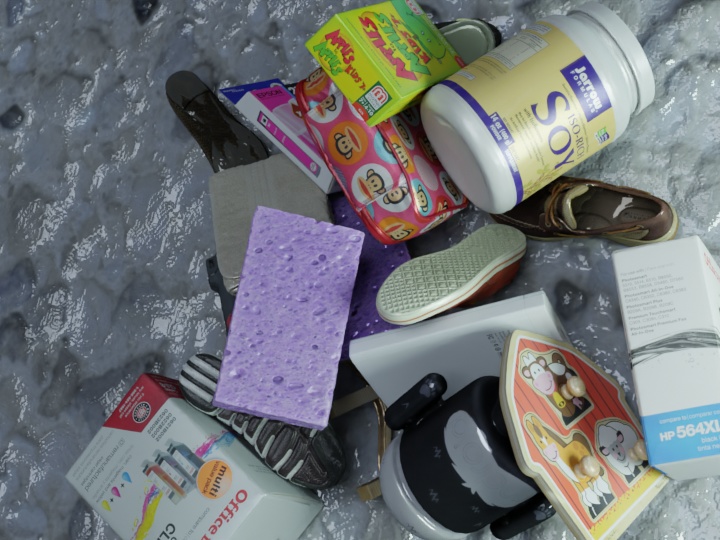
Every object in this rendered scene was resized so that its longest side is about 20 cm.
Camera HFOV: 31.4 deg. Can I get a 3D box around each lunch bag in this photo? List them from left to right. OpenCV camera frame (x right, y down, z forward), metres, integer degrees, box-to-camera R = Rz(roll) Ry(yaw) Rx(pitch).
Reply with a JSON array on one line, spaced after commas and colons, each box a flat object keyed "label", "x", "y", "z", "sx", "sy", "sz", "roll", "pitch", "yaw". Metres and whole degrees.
[{"label": "lunch bag", "x": 0.031, "y": -0.133, "z": 1.335, "sx": 0.082, "sy": 0.176, "sz": 0.200, "roll": -31, "pitch": 85, "yaw": 28}]

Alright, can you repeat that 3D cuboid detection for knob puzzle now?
[{"label": "knob puzzle", "x": 0.200, "y": 0.136, "z": 1.166, "sx": 0.030, "sy": 0.219, "sz": 0.220, "roll": -39, "pitch": 62, "yaw": 38}]

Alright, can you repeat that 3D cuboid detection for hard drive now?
[{"label": "hard drive", "x": 0.106, "y": 0.089, "z": 1.269, "sx": 0.200, "sy": 0.132, "sz": 0.027, "roll": -16, "pitch": 48, "yaw": 18}]

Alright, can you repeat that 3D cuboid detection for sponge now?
[{"label": "sponge", "x": -0.069, "y": 0.045, "z": 1.253, "sx": 0.111, "sy": 0.030, "sz": 0.200, "roll": 13, "pitch": 74, "yaw": -5}, {"label": "sponge", "x": 0.000, "y": 0.000, "z": 1.346, "sx": 0.111, "sy": 0.030, "sz": 0.200, "roll": -20, "pitch": 49, "yaw": 3}]

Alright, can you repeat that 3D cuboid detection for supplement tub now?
[{"label": "supplement tub", "x": 0.176, "y": -0.164, "z": 1.277, "sx": 0.200, "sy": 0.145, "sz": 0.145, "roll": -33, "pitch": 65, "yaw": -8}]

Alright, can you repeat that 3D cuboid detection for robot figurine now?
[{"label": "robot figurine", "x": 0.109, "y": 0.179, "z": 1.232, "sx": 0.200, "sy": 0.125, "sz": 0.150, "roll": -39, "pitch": 58, "yaw": 31}]

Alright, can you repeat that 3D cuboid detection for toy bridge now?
[{"label": "toy bridge", "x": -0.008, "y": 0.136, "z": 1.336, "sx": 0.027, "sy": 0.067, "sz": 0.200, "roll": -34, "pitch": 78, "yaw": 57}]

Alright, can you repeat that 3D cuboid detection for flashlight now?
[{"label": "flashlight", "x": -0.117, "y": 0.037, "z": 1.367, "sx": 0.068, "sy": 0.068, "sz": 0.200, "roll": -44, "pitch": 29, "yaw": 14}]

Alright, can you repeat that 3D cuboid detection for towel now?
[{"label": "towel", "x": -0.093, "y": -0.054, "z": 1.378, "sx": 0.132, "sy": 0.035, "sz": 0.200, "roll": -16, "pitch": 43, "yaw": 3}]

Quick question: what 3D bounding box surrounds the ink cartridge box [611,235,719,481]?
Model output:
[{"label": "ink cartridge box", "x": 0.300, "y": 0.083, "z": 1.178, "sx": 0.084, "sy": 0.146, "sz": 0.200, "roll": -12, "pitch": 72, "yaw": 21}]

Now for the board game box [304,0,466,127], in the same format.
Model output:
[{"label": "board game box", "x": 0.031, "y": -0.214, "z": 1.284, "sx": 0.048, "sy": 0.200, "sz": 0.102, "roll": -38, "pitch": 89, "yaw": 28}]

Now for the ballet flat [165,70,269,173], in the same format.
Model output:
[{"label": "ballet flat", "x": -0.165, "y": -0.153, "z": 1.500, "sx": 0.067, "sy": 0.046, "sz": 0.200, "roll": -35, "pitch": 70, "yaw": -12}]

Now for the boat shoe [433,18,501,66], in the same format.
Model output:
[{"label": "boat shoe", "x": 0.058, "y": -0.232, "z": 1.415, "sx": 0.201, "sy": 0.061, "sz": 0.072, "roll": -9, "pitch": 101, "yaw": 22}]

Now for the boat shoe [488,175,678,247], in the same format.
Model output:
[{"label": "boat shoe", "x": 0.217, "y": -0.066, "z": 1.293, "sx": 0.200, "sy": 0.072, "sz": 0.072, "roll": 12, "pitch": 81, "yaw": 26}]

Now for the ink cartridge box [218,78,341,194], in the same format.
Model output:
[{"label": "ink cartridge box", "x": -0.062, "y": -0.163, "z": 1.427, "sx": 0.200, "sy": 0.095, "sz": 0.037, "roll": 42, "pitch": 130, "yaw": 27}]

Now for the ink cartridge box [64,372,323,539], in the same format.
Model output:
[{"label": "ink cartridge box", "x": -0.172, "y": 0.231, "z": 1.341, "sx": 0.200, "sy": 0.145, "sz": 0.145, "roll": 39, "pitch": 93, "yaw": 25}]

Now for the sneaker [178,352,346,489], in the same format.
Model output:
[{"label": "sneaker", "x": -0.094, "y": 0.152, "z": 1.359, "sx": 0.200, "sy": 0.116, "sz": 0.076, "roll": 38, "pitch": 91, "yaw": 5}]

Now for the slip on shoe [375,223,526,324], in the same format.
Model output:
[{"label": "slip on shoe", "x": 0.093, "y": 0.014, "z": 1.272, "sx": 0.074, "sy": 0.200, "sz": 0.061, "roll": 29, "pitch": 129, "yaw": 33}]
